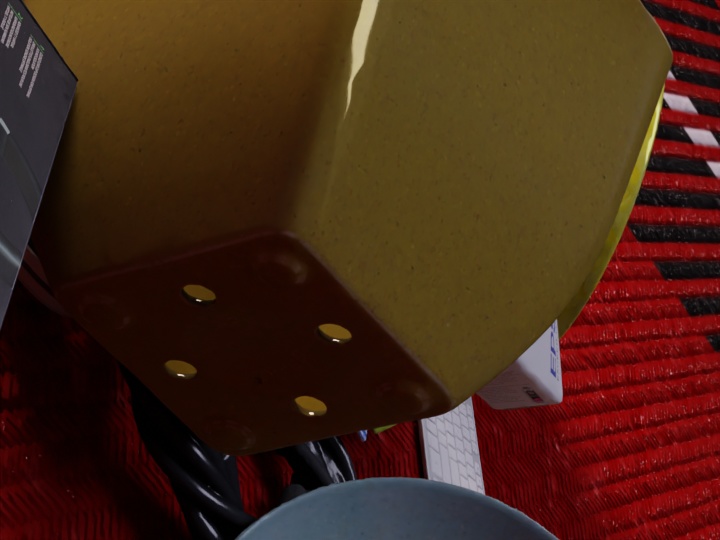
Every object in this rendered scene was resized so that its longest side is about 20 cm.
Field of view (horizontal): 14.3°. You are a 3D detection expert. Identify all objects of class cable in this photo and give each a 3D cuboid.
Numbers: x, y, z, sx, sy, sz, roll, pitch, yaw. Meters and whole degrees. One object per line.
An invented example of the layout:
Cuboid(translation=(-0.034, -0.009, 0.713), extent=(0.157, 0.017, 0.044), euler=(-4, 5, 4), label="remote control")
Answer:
Cuboid(translation=(-0.059, 0.069, 1.216), extent=(0.200, 0.051, 0.164), euler=(34, 41, -65), label="cable")

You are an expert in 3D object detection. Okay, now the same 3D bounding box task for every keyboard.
Cuboid(translation=(0.047, 0.092, 1.506), extent=(0.056, 0.011, 0.200), euler=(47, 26, -42), label="keyboard")

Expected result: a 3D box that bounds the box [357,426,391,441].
Cuboid(translation=(0.000, 0.000, 1.371), extent=(0.200, 0.048, 0.122), euler=(-82, 149, -80), label="box")

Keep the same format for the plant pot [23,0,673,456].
Cuboid(translation=(-0.021, -0.046, 1.099), extent=(0.194, 0.195, 0.200), euler=(47, 44, -37), label="plant pot")

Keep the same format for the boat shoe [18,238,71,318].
Cuboid(translation=(-0.133, -0.078, 1.165), extent=(0.075, 0.062, 0.201), euler=(29, 43, -63), label="boat shoe")

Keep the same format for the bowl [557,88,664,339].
Cuboid(translation=(0.074, -0.060, 1.557), extent=(0.107, 0.200, 0.200), euler=(20, 35, -13), label="bowl")

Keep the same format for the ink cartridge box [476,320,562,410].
Cuboid(translation=(0.052, -0.051, 1.338), extent=(0.200, 0.043, 0.197), euler=(45, 41, -69), label="ink cartridge box")

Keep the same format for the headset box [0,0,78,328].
Cuboid(translation=(-0.189, -0.070, 0.965), extent=(0.200, 0.093, 0.174), euler=(55, 21, -27), label="headset box")

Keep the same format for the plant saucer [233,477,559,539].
Cuboid(translation=(0.017, 0.183, 1.143), extent=(0.039, 0.200, 0.202), euler=(121, -44, -61), label="plant saucer")
